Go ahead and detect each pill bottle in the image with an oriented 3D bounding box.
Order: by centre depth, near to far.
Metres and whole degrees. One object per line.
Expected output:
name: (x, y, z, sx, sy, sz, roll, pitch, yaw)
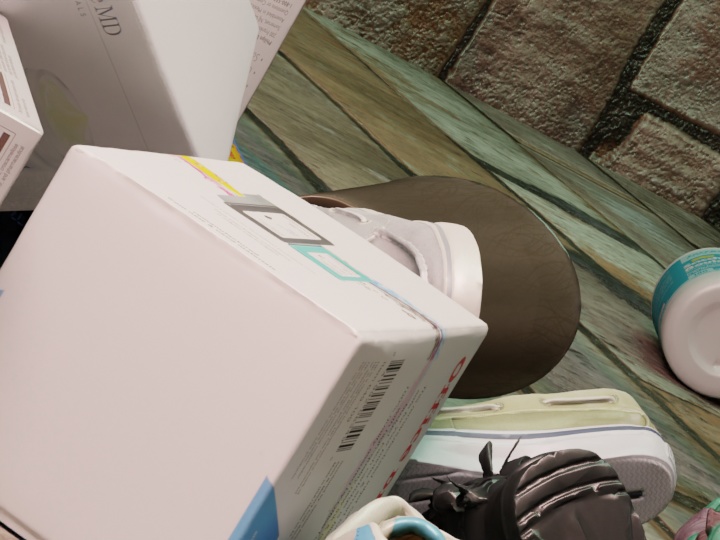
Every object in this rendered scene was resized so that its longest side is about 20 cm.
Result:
pill bottle: (0.315, 0.041, 2.603, 0.111, 0.111, 0.200, 31, 9, -4)

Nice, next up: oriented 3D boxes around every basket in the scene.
basket: (0.014, 0.012, 1.735, 0.180, 0.136, 0.200, 15, 7, 22)

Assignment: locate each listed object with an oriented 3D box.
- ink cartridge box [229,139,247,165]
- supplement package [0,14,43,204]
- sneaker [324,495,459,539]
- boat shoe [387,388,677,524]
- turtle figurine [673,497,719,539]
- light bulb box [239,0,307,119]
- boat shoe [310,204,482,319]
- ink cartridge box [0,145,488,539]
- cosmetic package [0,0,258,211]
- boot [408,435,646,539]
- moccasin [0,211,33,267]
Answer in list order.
ink cartridge box: (-0.106, -0.037, 1.515, 0.200, 0.076, 0.136, 61, 13, 5)
supplement package: (-0.219, -0.041, 1.174, 0.111, 0.156, 0.200, 29, 9, -17)
sneaker: (0.016, 0.139, 1.217, 0.077, 0.081, 0.200, 31, 5, 7)
boat shoe: (0.048, 0.096, 1.387, 0.200, 0.072, 0.062, -2, 34, -13)
turtle figurine: (0.196, 0.167, 1.481, 0.101, 0.150, 0.200, -2, -3, 2)
light bulb box: (-0.170, -0.124, 1.638, 0.198, 0.200, 0.125, 21, 12, -47)
boat shoe: (0.000, 0.000, 1.403, 0.069, 0.072, 0.200, 5, 12, -19)
ink cartridge box: (-0.063, 0.047, 1.242, 0.146, 0.147, 0.200, 34, 9, 14)
cosmetic package: (-0.172, -0.132, 1.350, 0.200, 0.123, 0.199, -3, -39, 15)
boot: (0.089, 0.166, 1.269, 0.162, 0.073, 0.198, 144, -73, -73)
moccasin: (-0.195, -0.040, 1.519, 0.200, 0.068, 0.080, 23, 13, -42)
